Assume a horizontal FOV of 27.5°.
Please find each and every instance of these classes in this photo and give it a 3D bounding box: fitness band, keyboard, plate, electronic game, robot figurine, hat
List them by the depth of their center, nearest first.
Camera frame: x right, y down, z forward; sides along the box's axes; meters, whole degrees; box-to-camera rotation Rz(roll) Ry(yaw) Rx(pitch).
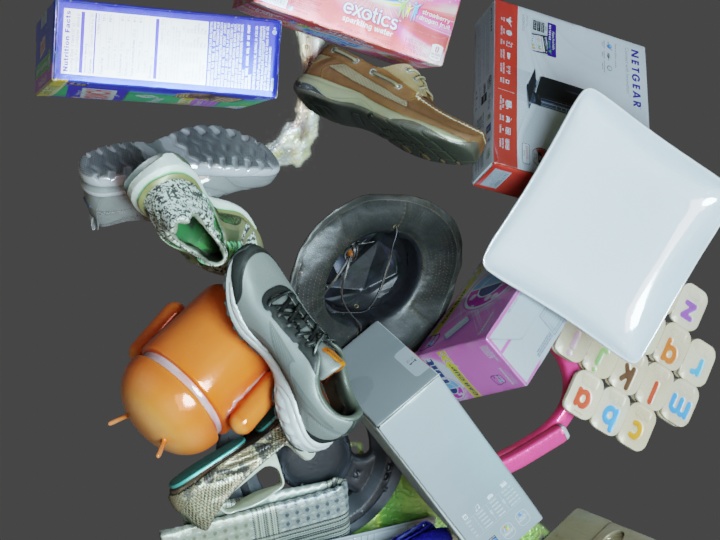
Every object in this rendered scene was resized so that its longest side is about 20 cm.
[{"bbox_3d":[-0.148,0.093,1.405,0.144,0.117,0.200,45,67,0],"label":"robot figurine"},{"bbox_3d":[0.236,-0.042,1.414,0.200,0.032,0.200,32,88,-19],"label":"plate"},{"bbox_3d":[0.000,0.000,1.462,0.200,0.081,0.201,-14,117,-28],"label":"hat"},{"bbox_3d":[0.001,0.291,1.493,0.200,0.011,0.056,-4,112,-42],"label":"keyboard"},{"bbox_3d":[-0.049,0.185,1.493,0.199,0.042,0.201,-4,106,-15],"label":"electronic game"},{"bbox_3d":[0.146,0.139,1.554,0.200,0.037,0.144,-27,103,-14],"label":"fitness band"}]

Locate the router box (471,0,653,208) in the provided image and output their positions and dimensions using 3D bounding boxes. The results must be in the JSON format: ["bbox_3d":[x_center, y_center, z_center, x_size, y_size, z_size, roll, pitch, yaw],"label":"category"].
[{"bbox_3d":[0.203,-0.159,1.484,0.179,0.049,0.201,13,60,-19],"label":"router box"}]

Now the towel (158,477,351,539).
[{"bbox_3d":[-0.103,0.309,1.477,0.199,0.035,0.193,-12,118,-17],"label":"towel"}]

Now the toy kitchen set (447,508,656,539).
[{"bbox_3d":[0.191,0.323,1.511,0.200,0.180,0.163,-41,105,-14],"label":"toy kitchen set"}]

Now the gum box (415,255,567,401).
[{"bbox_3d":[0.152,0.033,1.468,0.066,0.113,0.200,49,54,-16],"label":"gum box"}]

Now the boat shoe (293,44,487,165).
[{"bbox_3d":[0.033,-0.167,1.428,0.200,0.076,0.074,24,78,16],"label":"boat shoe"}]

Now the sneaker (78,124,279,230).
[{"bbox_3d":[-0.176,-0.086,1.423,0.199,0.075,0.082,-7,132,-21],"label":"sneaker"}]

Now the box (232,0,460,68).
[{"bbox_3d":[-0.011,-0.273,1.429,0.199,0.095,0.103,15,91,-19],"label":"box"}]

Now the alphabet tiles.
[{"bbox_3d":[0.297,0.086,1.592,0.200,0.015,0.196,31,77,-25],"label":"alphabet tiles"}]

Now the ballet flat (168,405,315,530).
[{"bbox_3d":[-0.092,0.173,1.413,0.200,0.068,0.075,-41,100,-7],"label":"ballet flat"}]

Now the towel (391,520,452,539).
[{"bbox_3d":[-0.002,0.331,1.472,0.200,0.050,0.148,-22,146,-22],"label":"towel"}]

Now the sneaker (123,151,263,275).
[{"bbox_3d":[-0.146,-0.027,1.376,0.077,0.089,0.200,-36,145,10],"label":"sneaker"}]

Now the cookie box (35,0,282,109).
[{"bbox_3d":[-0.189,-0.193,1.342,0.199,0.171,0.075,3,92,-17],"label":"cookie box"}]

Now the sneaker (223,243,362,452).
[{"bbox_3d":[-0.056,0.064,1.341,0.074,0.079,0.201,-27,92,-48],"label":"sneaker"}]

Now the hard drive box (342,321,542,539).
[{"bbox_3d":[0.067,0.165,1.414,0.077,0.156,0.200,-40,117,-6],"label":"hard drive box"}]
